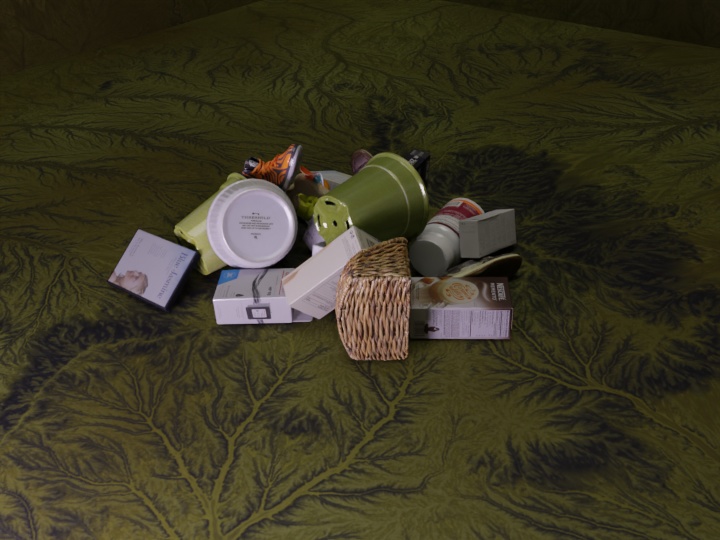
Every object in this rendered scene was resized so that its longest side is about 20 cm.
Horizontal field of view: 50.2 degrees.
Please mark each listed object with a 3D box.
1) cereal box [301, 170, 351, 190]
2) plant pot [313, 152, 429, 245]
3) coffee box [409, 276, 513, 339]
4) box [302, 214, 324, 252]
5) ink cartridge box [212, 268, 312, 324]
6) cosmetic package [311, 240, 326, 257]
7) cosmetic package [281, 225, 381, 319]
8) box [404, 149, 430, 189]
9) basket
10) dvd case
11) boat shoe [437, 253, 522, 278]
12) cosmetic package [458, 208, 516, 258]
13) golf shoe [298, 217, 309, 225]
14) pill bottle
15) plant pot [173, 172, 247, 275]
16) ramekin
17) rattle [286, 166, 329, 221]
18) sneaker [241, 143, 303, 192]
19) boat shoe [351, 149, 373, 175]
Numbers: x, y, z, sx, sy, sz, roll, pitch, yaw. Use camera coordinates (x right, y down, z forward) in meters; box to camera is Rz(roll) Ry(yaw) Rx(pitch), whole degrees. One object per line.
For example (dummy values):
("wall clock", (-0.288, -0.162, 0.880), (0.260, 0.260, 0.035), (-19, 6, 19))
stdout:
("cereal box", (-0.037, -0.219, 2.000), (0.200, 0.040, 0.144), (21, 19, 34))
("plant pot", (0.009, -0.125, 1.616), (0.200, 0.201, 0.190), (27, 40, 37))
("coffee box", (0.197, 0.074, 1.535), (0.199, 0.080, 0.115), (0, 34, 4))
("box", (-0.029, -0.117, 1.793), (0.200, 0.117, 0.060), (-29, 75, -29))
("ink cartridge box", (-0.198, 0.052, 1.613), (0.199, 0.067, 0.116), (-2, 32, 2))
("cosmetic package", (-0.004, 0.006, 1.625), (0.199, 0.102, 0.074), (16, 19, 24))
("cosmetic package", (-0.049, 0.007, 1.536), (0.200, 0.105, 0.071), (-34, 53, 22))
("box", (0.103, -0.156, 1.784), (0.049, 0.201, 0.161), (17, 37, 20))
("basket", (0.022, 0.054, 1.471), (0.142, 0.201, 0.149), (-1, 35, -1))
("dvd case", (-0.457, -0.003, 1.692), (0.199, 0.018, 0.143), (20, 75, 31))
("boat shoe", (0.254, -0.001, 1.652), (0.199, 0.073, 0.065), (-18, 41, -21))
("cosmetic package", (0.284, -0.084, 1.709), (0.050, 0.083, 0.200), (-1, 10, 34))
("golf shoe", (-0.095, -0.142, 1.919), (0.199, 0.078, 0.097), (9, 56, 21))
("pill bottle", (0.197, -0.073, 1.728), (0.114, 0.115, 0.200), (16, 38, 27))
("plant pot", (-0.314, -0.091, 1.754), (0.184, 0.201, 0.200), (-36, 44, -23))
("ramekin", (-0.226, -0.096, 1.646), (0.202, 0.203, 0.094), (-14, 10, -16))
("rattle", (-0.097, -0.212, 1.794), (0.130, 0.200, 0.143), (28, 60, 23))
("sneaker", (-0.203, -0.226, 1.712), (0.112, 0.200, 0.078), (28, 51, -6))
("boat shoe", (0.042, -0.208, 1.895), (0.075, 0.203, 0.075), (-23, 13, 20))
